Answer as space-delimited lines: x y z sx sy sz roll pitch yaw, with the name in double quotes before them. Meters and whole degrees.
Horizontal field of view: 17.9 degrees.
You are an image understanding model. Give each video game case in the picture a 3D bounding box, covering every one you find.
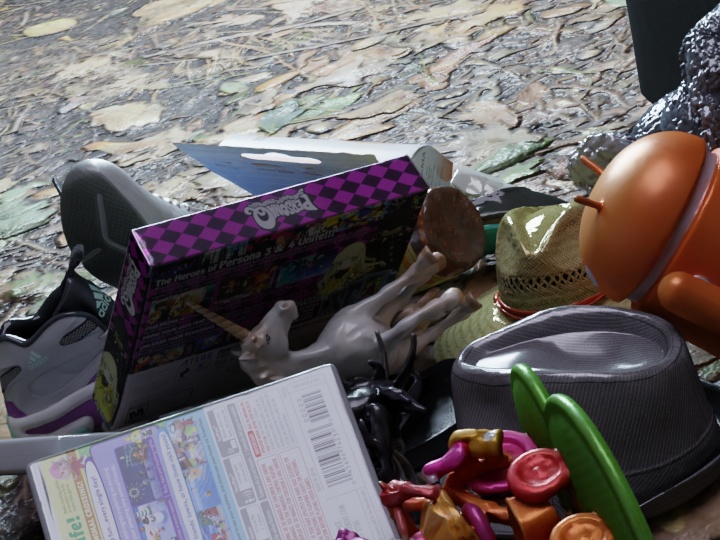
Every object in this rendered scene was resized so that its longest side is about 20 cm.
"video game case" -0.067 0.016 1.471 0.200 0.181 0.036 -17 59 -26
"video game case" -0.068 0.163 1.228 0.182 0.022 0.200 -18 60 -6
"video game case" -0.164 0.112 1.410 0.182 0.024 0.200 -1 -5 -41

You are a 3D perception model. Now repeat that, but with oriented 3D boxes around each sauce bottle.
"sauce bottle" 0.000 0.000 1.599 0.200 0.066 0.066 -27 9 44

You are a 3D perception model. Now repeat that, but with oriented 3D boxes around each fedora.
"fedora" 0.122 0.079 1.349 0.200 0.090 0.177 -3 25 29

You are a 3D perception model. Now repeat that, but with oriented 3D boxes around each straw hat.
"straw hat" 0.131 -0.004 1.545 0.201 0.085 0.201 -13 22 5

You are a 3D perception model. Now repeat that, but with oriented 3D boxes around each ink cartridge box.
"ink cartridge box" -0.033 -0.088 1.732 0.162 0.050 0.200 5 -11 18

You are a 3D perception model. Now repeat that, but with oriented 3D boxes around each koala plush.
"koala plush" 0.252 -0.089 1.584 0.177 0.184 0.200 -11 -4 -24

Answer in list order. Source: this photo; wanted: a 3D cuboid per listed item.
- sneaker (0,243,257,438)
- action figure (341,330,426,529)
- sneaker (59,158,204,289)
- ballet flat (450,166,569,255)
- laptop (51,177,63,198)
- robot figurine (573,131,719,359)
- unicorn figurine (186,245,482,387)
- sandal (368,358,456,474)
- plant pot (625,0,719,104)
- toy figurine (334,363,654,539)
"sneaker" -0.159 0.042 1.560 0.200 0.140 0.078 -17 22 -2
"action figure" -0.023 0.129 1.320 0.119 0.102 0.200 11 50 47
"sneaker" -0.142 -0.018 1.601 0.070 0.200 0.080 -10 47 29
"ballet flat" 0.062 -0.036 1.672 0.200 0.069 0.068 -15 -17 1
"laptop" -0.117 -0.035 1.763 0.200 0.103 0.177 -20 23 -9
"robot figurine" 0.219 -0.011 1.389 0.144 0.200 0.117 -63 3 -23
"unicorn figurine" 0.001 0.039 1.458 0.137 0.200 0.074 -36 61 6
"sandal" 0.003 0.104 1.433 0.200 0.043 0.076 -32 27 -33
"plant pot" 0.327 -0.205 1.771 0.200 0.200 0.178 -18 34 -5
"toy figurine" 0.038 0.150 1.154 0.184 0.150 0.200 -22 39 -7
